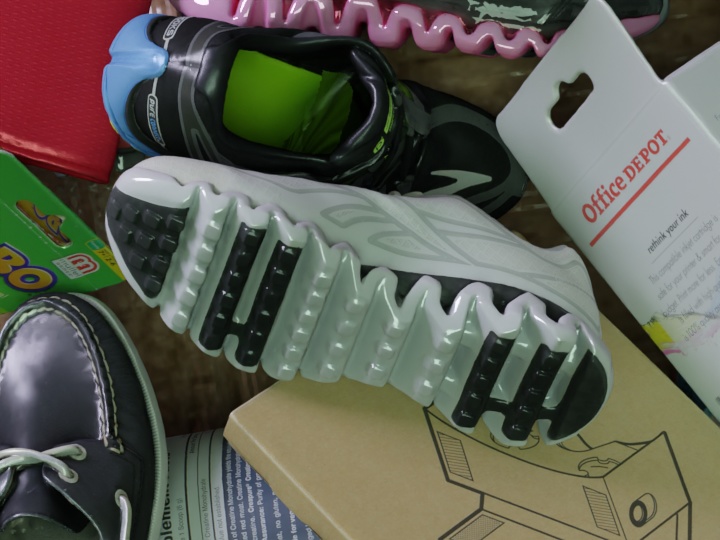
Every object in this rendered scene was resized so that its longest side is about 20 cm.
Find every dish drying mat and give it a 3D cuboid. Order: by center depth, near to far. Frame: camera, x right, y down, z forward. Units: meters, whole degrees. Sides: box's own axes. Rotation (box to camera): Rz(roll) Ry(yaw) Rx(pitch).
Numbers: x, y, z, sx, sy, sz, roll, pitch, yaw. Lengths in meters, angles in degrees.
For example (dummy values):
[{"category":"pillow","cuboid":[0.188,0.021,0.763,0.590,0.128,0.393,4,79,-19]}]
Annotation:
[{"category":"dish drying mat","cuboid":[-0.113,-0.138,1.128,0.077,0.018,0.200,14,78,-10]}]

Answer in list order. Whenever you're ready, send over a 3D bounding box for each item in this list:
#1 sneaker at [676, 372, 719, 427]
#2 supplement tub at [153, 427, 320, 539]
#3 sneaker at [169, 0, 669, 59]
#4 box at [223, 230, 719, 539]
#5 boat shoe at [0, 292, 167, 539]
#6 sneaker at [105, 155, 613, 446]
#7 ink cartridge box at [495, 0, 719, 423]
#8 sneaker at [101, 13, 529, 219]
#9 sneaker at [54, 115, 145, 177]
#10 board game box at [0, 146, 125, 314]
[{"category":"sneaker","cuboid":[0.161,0.125,1.201,0.081,0.077,0.200,9,107,-7]},{"category":"supplement tub","cuboid":[-0.035,0.130,1.173,0.200,0.140,0.141,-11,103,4]},{"category":"sneaker","cuboid":[0.026,-0.133,1.148,0.200,0.079,0.096,6,92,-1]},{"category":"box","cuboid":[0.072,0.089,1.097,0.200,0.163,0.021,45,143,18]},{"category":"boat shoe","cuboid":[-0.118,0.100,1.090,0.074,0.060,0.200,-4,74,17]},{"category":"sneaker","cuboid":[0.000,0.000,1.089,0.200,0.081,0.075,20,132,-12]},{"category":"ink cartridge box","cuboid":[0.151,-0.017,1.113,0.067,0.116,0.200,-34,81,-31]},{"category":"sneaker","cuboid":[-0.007,-0.050,1.126,0.199,0.083,0.071,17,84,-40]},{"category":"sneaker","cuboid":[-0.132,-0.085,1.159,0.200,0.071,0.098,-4,94,-4]},{"category":"board game box","cuboid":[-0.195,-0.007,1.144,0.200,0.030,0.096,-11,143,28]}]
